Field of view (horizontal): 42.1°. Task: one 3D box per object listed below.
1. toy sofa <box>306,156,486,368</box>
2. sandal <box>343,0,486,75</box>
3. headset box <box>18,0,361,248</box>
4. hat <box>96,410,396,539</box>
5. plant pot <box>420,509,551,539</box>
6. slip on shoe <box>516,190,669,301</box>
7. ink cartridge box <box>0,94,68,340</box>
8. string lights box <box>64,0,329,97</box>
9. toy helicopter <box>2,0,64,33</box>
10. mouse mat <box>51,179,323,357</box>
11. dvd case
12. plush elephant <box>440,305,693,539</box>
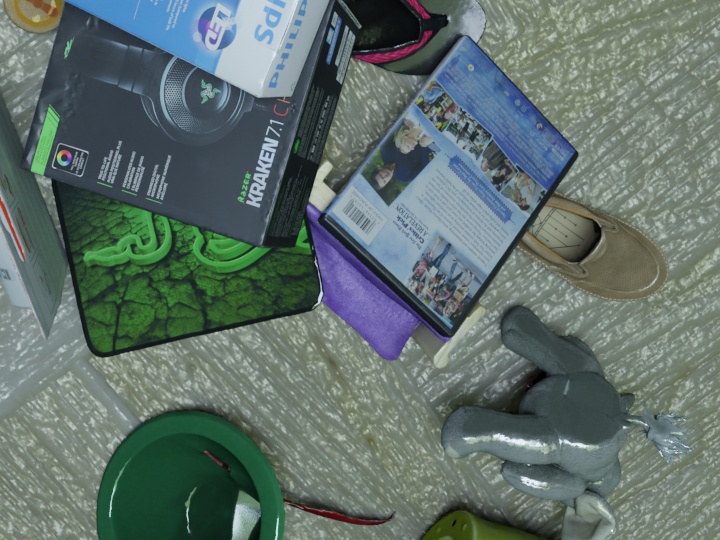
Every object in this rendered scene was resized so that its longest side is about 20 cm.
[{"bbox_3d":[0.000,0.000,0.781,0.200,0.083,0.098,42,91,-20],"label":"toy sofa"},{"bbox_3d":[0.008,-0.198,0.748,0.199,0.045,0.076,3,104,-15],"label":"sandal"},{"bbox_3d":[-0.124,-0.127,0.666,0.199,0.093,0.175,19,94,10],"label":"headset box"},{"bbox_3d":[-0.112,0.225,0.849,0.200,0.176,0.166,38,91,19],"label":"hat"},{"bbox_3d":[0.140,0.323,0.858,0.192,0.200,0.201,34,95,-12],"label":"plant pot"},{"bbox_3d":[0.202,-0.023,0.838,0.199,0.061,0.076,29,96,-20],"label":"slip on shoe"},{"bbox_3d":[-0.254,-0.046,0.640,0.047,0.200,0.161,-19,109,-8],"label":"ink cartridge box"},{"bbox_3d":[-0.119,-0.195,0.579,0.199,0.059,0.103,28,106,9],"label":"string lights box"},{"bbox_3d":[-0.273,-0.255,0.649,0.132,0.079,0.201,-30,123,-12],"label":"toy helicopter"},{"bbox_3d":[-0.136,-0.029,0.721,0.199,0.008,0.162,-13,89,10],"label":"mouse mat"},{"bbox_3d":[0.076,-0.068,0.746,0.143,0.018,0.200,42,72,-16],"label":"dvd case"},{"bbox_3d":[0.183,0.155,0.848,0.199,0.165,0.155,18,143,13],"label":"plush elephant"}]
